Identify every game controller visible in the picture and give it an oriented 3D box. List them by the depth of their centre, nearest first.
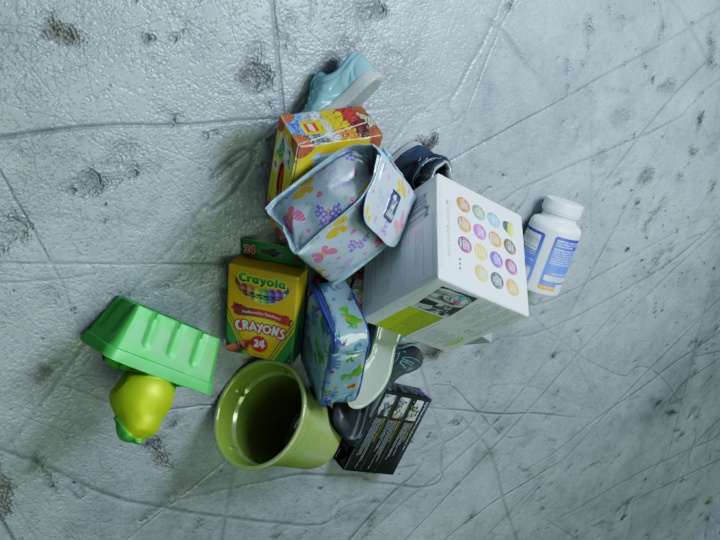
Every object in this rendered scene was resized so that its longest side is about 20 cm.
[{"bbox_3d":[-0.008,0.239,1.385,0.104,0.042,0.200,50,40,-31],"label":"game controller"}]

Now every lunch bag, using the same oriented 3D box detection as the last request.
[{"bbox_3d":[-0.015,-0.090,1.097,0.200,0.127,0.170,-38,153,4],"label":"lunch bag"},{"bbox_3d":[-0.051,0.125,1.230,0.082,0.161,0.200,-6,134,-18],"label":"lunch bag"}]

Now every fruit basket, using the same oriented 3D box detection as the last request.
[{"bbox_3d":[-0.343,0.167,1.131,0.215,0.155,0.216,-9,104,-37],"label":"fruit basket"}]

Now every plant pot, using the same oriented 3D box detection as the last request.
[{"bbox_3d":[-0.135,0.286,1.316,0.200,0.200,0.184,-52,140,0],"label":"plant pot"}]

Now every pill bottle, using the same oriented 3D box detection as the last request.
[{"bbox_3d":[0.405,-0.055,1.519,0.112,0.112,0.200,6,109,-34],"label":"pill bottle"}]

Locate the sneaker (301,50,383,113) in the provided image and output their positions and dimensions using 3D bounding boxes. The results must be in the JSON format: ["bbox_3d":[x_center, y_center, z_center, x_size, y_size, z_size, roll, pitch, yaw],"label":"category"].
[{"bbox_3d":[-0.060,-0.278,1.162,0.200,0.082,0.074,-38,169,8],"label":"sneaker"}]

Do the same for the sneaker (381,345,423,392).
[{"bbox_3d":[0.061,0.178,1.405,0.200,0.075,0.079,-23,94,-56],"label":"sneaker"}]

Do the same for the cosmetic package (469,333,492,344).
[{"bbox_3d":[0.175,0.080,1.427,0.200,0.107,0.090,33,58,-38],"label":"cosmetic package"}]

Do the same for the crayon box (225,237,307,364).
[{"bbox_3d":[-0.162,0.053,1.215,0.127,0.051,0.200,10,112,11],"label":"crayon box"}]

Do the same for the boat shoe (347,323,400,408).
[{"bbox_3d":[0.020,0.157,1.309,0.073,0.062,0.200,18,97,-28],"label":"boat shoe"}]

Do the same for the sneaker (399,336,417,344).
[{"bbox_3d":[0.058,0.119,1.403,0.200,0.086,0.078,20,102,-37],"label":"sneaker"}]

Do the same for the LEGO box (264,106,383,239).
[{"bbox_3d":[-0.064,-0.157,1.154,0.149,0.077,0.200,-13,143,-27],"label":"LEGO box"}]

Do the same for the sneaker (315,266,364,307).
[{"bbox_3d":[0.000,0.001,1.322,0.201,0.067,0.108,-45,120,-13],"label":"sneaker"}]

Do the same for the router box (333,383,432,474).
[{"bbox_3d":[0.049,0.341,1.527,0.149,0.051,0.200,19,102,-39],"label":"router box"}]

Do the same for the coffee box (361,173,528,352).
[{"bbox_3d":[0.141,-0.004,1.201,0.198,0.200,0.200,22,145,-28],"label":"coffee box"}]

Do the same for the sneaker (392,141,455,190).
[{"bbox_3d":[0.074,-0.137,1.254,0.202,0.146,0.077,-45,130,-4],"label":"sneaker"}]
